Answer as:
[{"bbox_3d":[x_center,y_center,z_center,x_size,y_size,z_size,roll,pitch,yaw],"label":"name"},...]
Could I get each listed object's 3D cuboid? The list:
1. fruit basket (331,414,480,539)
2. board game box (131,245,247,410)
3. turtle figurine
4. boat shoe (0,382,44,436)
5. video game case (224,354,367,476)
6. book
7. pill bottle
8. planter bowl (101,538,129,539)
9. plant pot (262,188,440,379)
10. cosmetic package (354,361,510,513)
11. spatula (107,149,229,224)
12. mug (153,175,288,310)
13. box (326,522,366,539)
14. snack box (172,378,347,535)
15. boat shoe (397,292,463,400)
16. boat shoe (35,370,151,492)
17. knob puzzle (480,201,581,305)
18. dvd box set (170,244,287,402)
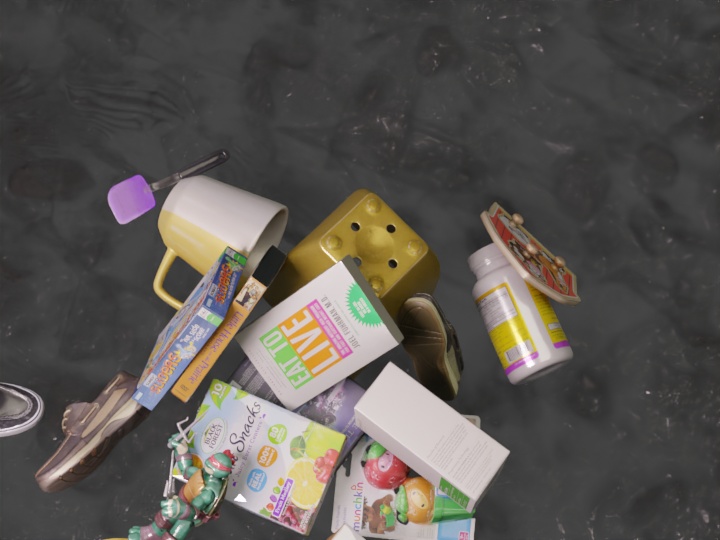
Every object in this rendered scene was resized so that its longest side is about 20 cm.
[{"bbox_3d":[0.066,0.280,1.633,0.198,0.094,0.187,9,67,-6],"label":"fruit basket"},{"bbox_3d":[-0.226,0.077,1.558,0.034,0.200,0.136,32,33,-13],"label":"board game box"},{"bbox_3d":[-0.223,0.287,1.497,0.100,0.150,0.201,30,102,-12],"label":"turtle figurine"},{"bbox_3d":[-0.518,0.171,1.545,0.198,0.068,0.073,10,67,-10],"label":"boat shoe"},{"bbox_3d":[-0.086,0.185,1.642,0.199,0.019,0.143,36,77,10],"label":"video game case"},{"bbox_3d":[-0.055,0.087,1.578,0.134,0.199,0.048,55,26,-1],"label":"book"},{"bbox_3d":[0.231,0.060,1.750,0.103,0.104,0.202,-17,74,-19],"label":"pill bottle"},{"bbox_3d":[-0.309,0.435,1.486,0.198,0.084,0.203,4,69,-11],"label":"planter bowl"},{"bbox_3d":[0.000,0.000,1.665,0.194,0.200,0.195,44,65,6],"label":"plant pot"},{"bbox_3d":[0.093,0.221,1.561,0.199,0.108,0.085,34,75,14],"label":"cosmetic package"},{"bbox_3d":[-0.281,-0.135,1.746,0.199,0.021,0.057,-29,91,-24],"label":"spatula"},{"bbox_3d":[-0.211,-0.048,1.664,0.152,0.150,0.187,28,47,7],"label":"mug"},{"bbox_3d":[-0.058,0.442,1.522,0.097,0.125,0.200,41,65,5],"label":"box"},{"bbox_3d":[-0.135,0.252,1.586,0.198,0.053,0.143,22,76,6],"label":"snack box"},{"bbox_3d":[0.105,0.099,1.674,0.071,0.202,0.066,5,45,27],"label":"boat shoe"},{"bbox_3d":[-0.362,0.213,1.573,0.073,0.075,0.200,38,56,14],"label":"boat shoe"},{"bbox_3d":[0.259,-0.024,1.744,0.220,0.219,0.030,46,110,6],"label":"knob puzzle"},{"bbox_3d":[-0.174,0.069,1.573,0.029,0.146,0.201,35,109,-5],"label":"dvd box set"}]
